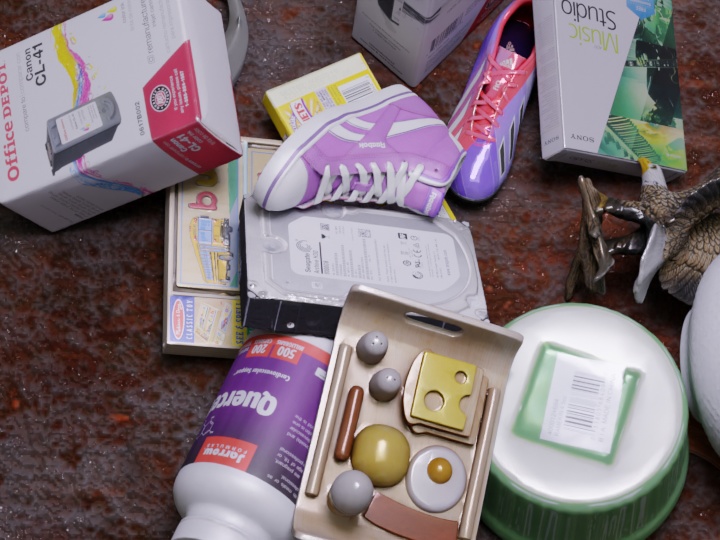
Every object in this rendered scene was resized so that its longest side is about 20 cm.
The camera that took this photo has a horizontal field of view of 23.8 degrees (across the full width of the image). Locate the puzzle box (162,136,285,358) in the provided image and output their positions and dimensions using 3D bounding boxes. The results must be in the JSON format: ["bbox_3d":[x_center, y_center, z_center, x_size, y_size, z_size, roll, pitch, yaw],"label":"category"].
[{"bbox_3d":[-0.103,-0.022,1.465,0.132,0.025,0.202,4,66,-14],"label":"puzzle box"}]

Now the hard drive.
[{"bbox_3d":[0.000,0.000,1.394,0.198,0.038,0.140,7,37,-10],"label":"hard drive"}]

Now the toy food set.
[{"bbox_3d":[0.038,0.124,1.288,0.142,0.060,0.202,16,72,-7],"label":"toy food set"}]

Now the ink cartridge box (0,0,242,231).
[{"bbox_3d":[-0.210,-0.139,1.438,0.198,0.086,0.149,-20,66,17],"label":"ink cartridge box"}]

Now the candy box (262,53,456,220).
[{"bbox_3d":[0.004,-0.086,1.497,0.102,0.026,0.201,-25,78,-21],"label":"candy box"}]

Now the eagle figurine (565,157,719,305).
[{"bbox_3d":[0.279,-0.047,1.451,0.198,0.152,0.153,-5,80,-9],"label":"eagle figurine"}]

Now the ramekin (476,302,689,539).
[{"bbox_3d":[0.173,0.125,1.387,0.198,0.098,0.202,-1,63,2],"label":"ramekin"}]

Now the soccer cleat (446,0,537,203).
[{"bbox_3d":[0.121,-0.156,1.529,0.068,0.073,0.202,19,66,3],"label":"soccer cleat"}]

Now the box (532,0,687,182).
[{"bbox_3d":[0.222,-0.187,1.532,0.143,0.036,0.202,7,73,-31],"label":"box"}]

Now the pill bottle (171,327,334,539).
[{"bbox_3d":[-0.075,0.147,1.345,0.111,0.113,0.201,22,56,4],"label":"pill bottle"}]

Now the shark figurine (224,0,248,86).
[{"bbox_3d":[-0.136,-0.190,1.514,0.127,0.090,0.216,27,69,5],"label":"shark figurine"}]

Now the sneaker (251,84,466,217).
[{"bbox_3d":[0.010,-0.081,1.415,0.200,0.073,0.114,-31,67,-36],"label":"sneaker"}]

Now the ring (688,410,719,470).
[{"bbox_3d":[0.261,0.208,1.419,0.198,0.019,0.203,2,66,-5],"label":"ring"}]

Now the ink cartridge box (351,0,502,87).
[{"bbox_3d":[0.074,-0.278,1.507,0.084,0.200,0.144,40,69,11],"label":"ink cartridge box"}]

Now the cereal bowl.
[{"bbox_3d":[0.316,0.075,1.403,0.083,0.200,0.202,-5,63,29],"label":"cereal bowl"}]
